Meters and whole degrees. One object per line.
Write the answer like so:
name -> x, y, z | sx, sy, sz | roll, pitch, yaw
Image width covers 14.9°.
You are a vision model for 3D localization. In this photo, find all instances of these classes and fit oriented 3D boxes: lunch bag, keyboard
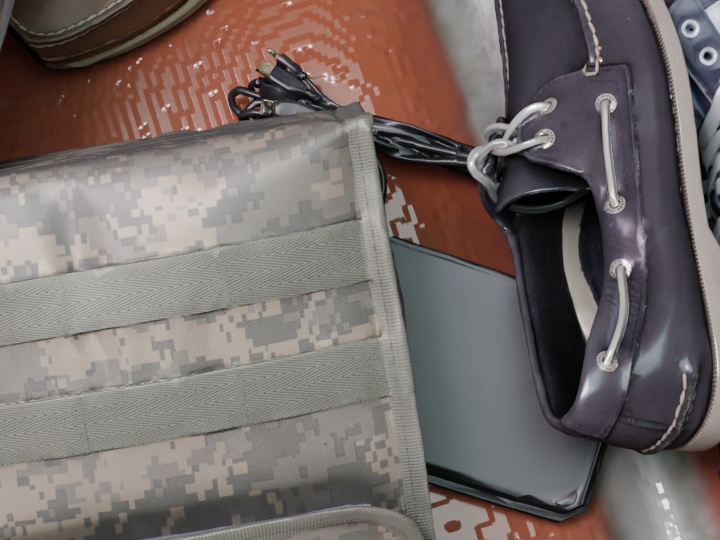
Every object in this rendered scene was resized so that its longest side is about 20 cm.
lunch bag -> -0.061, 0.058, 0.886 | 0.164, 0.118, 0.201 | -9, 97, -1
keyboard -> 0.000, 0.000, 0.956 | 0.200, 0.021, 0.127 | 18, 83, 3

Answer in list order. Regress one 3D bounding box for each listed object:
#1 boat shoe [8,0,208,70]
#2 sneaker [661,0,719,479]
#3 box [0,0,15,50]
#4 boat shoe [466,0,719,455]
boat shoe -> -0.052, -0.155, 0.963 | 0.200, 0.074, 0.076 | -44, 81, -10
sneaker -> 0.132, -0.022, 0.935 | 0.108, 0.070, 0.200 | 24, 72, 1
box -> -0.198, -0.116, 0.863 | 0.200, 0.040, 0.137 | 12, 84, 20
boat shoe -> 0.071, -0.034, 0.914 | 0.063, 0.073, 0.200 | -2, 66, -27
